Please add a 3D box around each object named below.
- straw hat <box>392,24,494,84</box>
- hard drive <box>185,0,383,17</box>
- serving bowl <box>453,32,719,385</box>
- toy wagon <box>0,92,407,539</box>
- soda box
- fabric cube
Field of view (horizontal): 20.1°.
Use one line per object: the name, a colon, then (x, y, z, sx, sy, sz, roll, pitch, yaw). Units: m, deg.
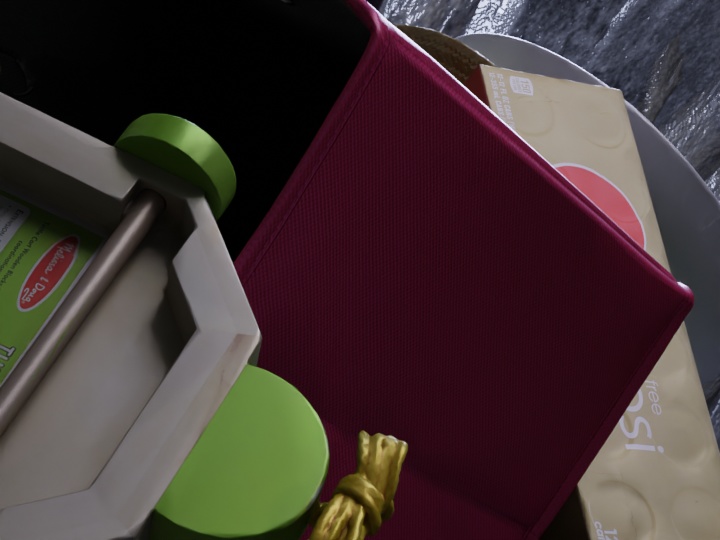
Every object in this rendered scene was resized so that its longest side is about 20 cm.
straw hat: (0.000, 0.000, 0.885, 0.201, 0.201, 0.085, 34, -8, 39)
hard drive: (-0.086, -0.092, 0.804, 0.134, 0.043, 0.200, 8, -19, -33)
serving bowl: (0.087, -0.011, 0.938, 0.200, 0.066, 0.200, 40, -19, 17)
toy wagon: (-0.086, 0.021, 0.466, 0.199, 0.155, 0.040, 26, -38, 7)
soda box: (0.073, 0.028, 0.733, 0.067, 0.064, 0.201, 7, 55, -28)
fabric cube: (-0.053, 0.012, 0.642, 0.196, 0.200, 0.199, 32, 0, 40)
